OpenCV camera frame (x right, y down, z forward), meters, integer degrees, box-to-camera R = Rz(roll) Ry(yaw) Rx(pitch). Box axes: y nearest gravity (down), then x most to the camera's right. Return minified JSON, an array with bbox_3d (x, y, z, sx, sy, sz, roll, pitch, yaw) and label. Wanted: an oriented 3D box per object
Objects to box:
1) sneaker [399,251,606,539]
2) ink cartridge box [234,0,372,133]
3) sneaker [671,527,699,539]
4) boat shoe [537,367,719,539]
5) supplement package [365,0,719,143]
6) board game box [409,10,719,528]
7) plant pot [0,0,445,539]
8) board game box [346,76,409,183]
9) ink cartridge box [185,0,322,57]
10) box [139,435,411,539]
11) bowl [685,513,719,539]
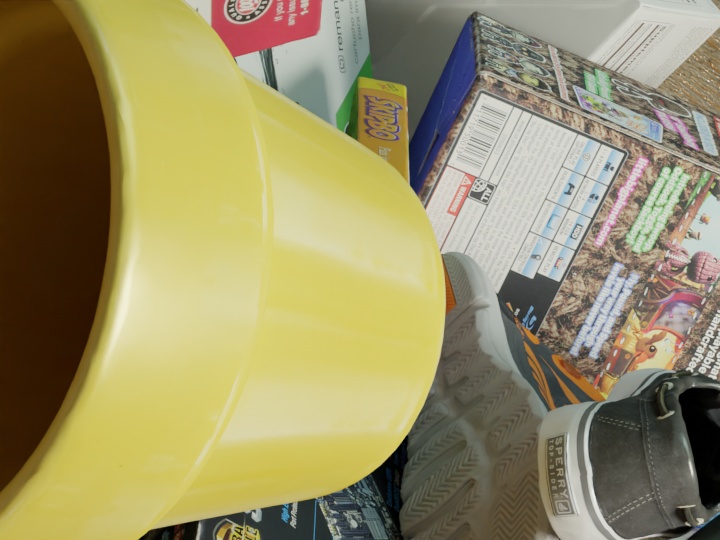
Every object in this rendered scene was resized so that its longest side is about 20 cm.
[{"bbox_3d":[0.073,0.082,1.013,0.112,0.078,0.200,37,28,-31],"label":"sneaker"},{"bbox_3d":[-0.072,-0.083,1.082,0.200,0.083,0.147,-15,100,-64],"label":"ink cartridge box"},{"bbox_3d":[0.188,0.174,1.185,0.200,0.074,0.116,7,43,-41],"label":"sneaker"},{"bbox_3d":[0.125,0.067,0.976,0.200,0.066,0.070,8,72,-69],"label":"boat shoe"},{"bbox_3d":[0.045,-0.113,1.259,0.156,0.200,0.111,52,24,17],"label":"supplement package"},{"bbox_3d":[0.109,0.002,1.152,0.200,0.159,0.097,23,21,-8],"label":"board game box"},{"bbox_3d":[-0.078,0.005,0.838,0.189,0.201,0.201,12,38,-47],"label":"plant pot"},{"bbox_3d":[0.000,0.000,1.007,0.030,0.096,0.200,10,22,-1],"label":"board game box"},{"bbox_3d":[-0.116,-0.129,0.884,0.200,0.148,0.086,-19,58,-15],"label":"ink cartridge box"},{"bbox_3d":[-0.009,0.112,0.982,0.159,0.046,0.200,36,24,-18],"label":"box"},{"bbox_3d":[0.160,0.187,1.018,0.201,0.105,0.201,43,36,-42],"label":"bowl"}]
